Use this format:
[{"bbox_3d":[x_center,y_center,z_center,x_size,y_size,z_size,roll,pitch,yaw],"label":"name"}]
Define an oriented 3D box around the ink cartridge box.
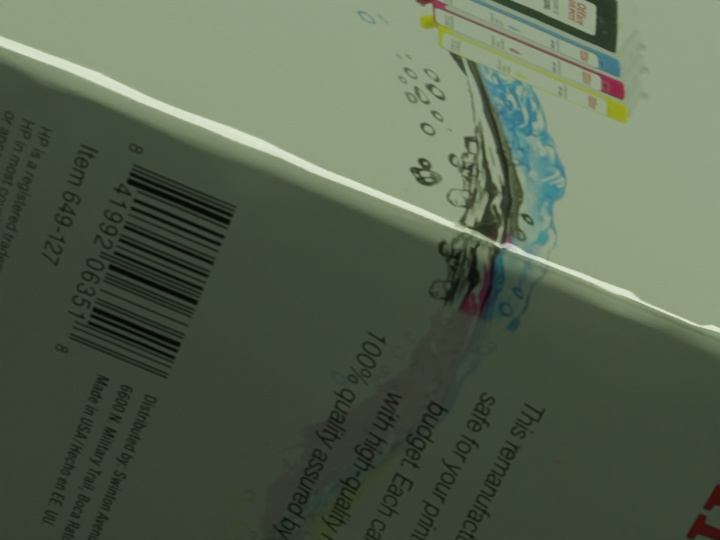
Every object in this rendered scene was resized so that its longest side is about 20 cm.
[{"bbox_3d":[0.000,0.000,0.616,0.199,0.147,0.145,23,38,-3],"label":"ink cartridge box"}]
